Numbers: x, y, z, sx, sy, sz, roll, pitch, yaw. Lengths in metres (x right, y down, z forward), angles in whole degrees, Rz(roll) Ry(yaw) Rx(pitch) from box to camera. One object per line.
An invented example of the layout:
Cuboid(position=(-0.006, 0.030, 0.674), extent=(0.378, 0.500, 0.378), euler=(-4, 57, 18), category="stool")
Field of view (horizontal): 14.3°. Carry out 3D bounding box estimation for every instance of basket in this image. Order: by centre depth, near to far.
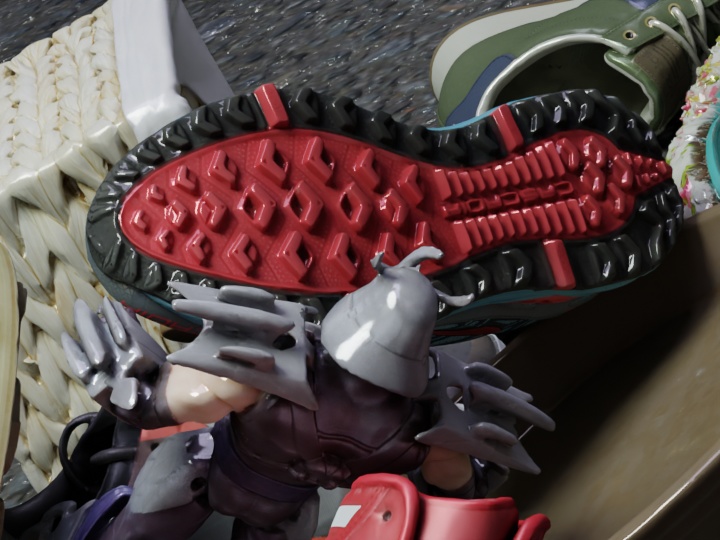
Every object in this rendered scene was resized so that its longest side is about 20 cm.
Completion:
Cuboid(position=(-0.096, -0.014, 1.115), extent=(0.123, 0.136, 0.200), euler=(-27, 19, 5), category="basket")

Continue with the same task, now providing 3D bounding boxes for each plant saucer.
Cuboid(position=(0.070, 0.051, 0.827), extent=(0.200, 0.029, 0.200), euler=(-40, 13, 11), category="plant saucer")

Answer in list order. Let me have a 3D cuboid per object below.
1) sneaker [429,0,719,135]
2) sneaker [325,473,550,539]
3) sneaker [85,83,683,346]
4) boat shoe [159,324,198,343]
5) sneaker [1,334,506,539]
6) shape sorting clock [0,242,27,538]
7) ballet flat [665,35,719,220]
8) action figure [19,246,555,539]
Cuboid(position=(0.124, -0.088, 1.151), extent=(0.199, 0.067, 0.090), euler=(-21, 27, 10), category="sneaker")
Cuboid(position=(0.000, 0.112, 0.669), extent=(0.078, 0.116, 0.200), euler=(15, 16, -12), category="sneaker")
Cuboid(position=(0.000, 0.000, 0.855), extent=(0.199, 0.080, 0.095), euler=(-2, -23, -35), category="sneaker")
Cuboid(position=(0.006, -0.009, 0.977), extent=(0.073, 0.063, 0.200), euler=(-9, -5, 33), category="boat shoe")
Cuboid(position=(-0.041, 0.060, 0.926), extent=(0.199, 0.082, 0.077), euler=(-29, 20, -12), category="sneaker")
Cuboid(position=(-0.133, 0.088, 0.863), extent=(0.039, 0.201, 0.200), euler=(11, 9, -19), category="shape sorting clock")
Cuboid(position=(0.135, -0.030, 0.999), extent=(0.064, 0.076, 0.200), euler=(-50, 2, 28), category="ballet flat")
Cuboid(position=(-0.032, 0.056, 0.781), extent=(0.200, 0.130, 0.070), euler=(-50, 22, 37), category="action figure")
